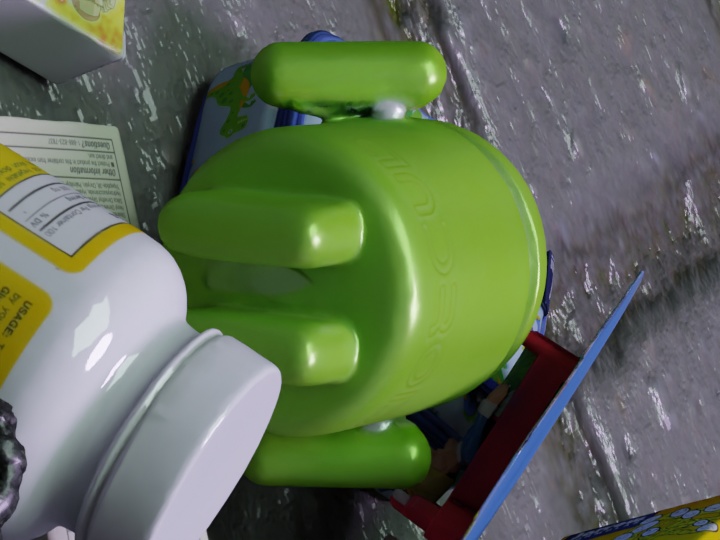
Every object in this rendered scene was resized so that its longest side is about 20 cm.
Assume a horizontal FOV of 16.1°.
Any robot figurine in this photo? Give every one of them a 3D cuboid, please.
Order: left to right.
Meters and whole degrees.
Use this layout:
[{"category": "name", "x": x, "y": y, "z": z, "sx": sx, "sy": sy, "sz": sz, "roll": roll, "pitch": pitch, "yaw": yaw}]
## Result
[{"category": "robot figurine", "x": 0.000, "y": 0.000, "z": 0.987, "sx": 0.200, "sy": 0.115, "sz": 0.177, "roll": -11, "pitch": 103, "yaw": -60}]

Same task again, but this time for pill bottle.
[{"category": "pill bottle", "x": -0.130, "y": 0.017, "z": 0.832, "sx": 0.199, "sy": 0.113, "sz": 0.112, "roll": 32, "pitch": 33, "yaw": 11}]

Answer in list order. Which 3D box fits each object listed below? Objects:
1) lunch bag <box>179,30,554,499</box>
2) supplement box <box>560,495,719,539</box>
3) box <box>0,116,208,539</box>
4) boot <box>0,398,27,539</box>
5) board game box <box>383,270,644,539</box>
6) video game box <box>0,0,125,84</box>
[{"category": "lunch bag", "x": 0.005, "y": 0.004, "z": 1.158, "sx": 0.200, "sy": 0.082, "sz": 0.162, "roll": 41, "pitch": 47, "yaw": -36}, {"category": "supplement box", "x": 0.111, "y": 0.186, "z": 1.110, "sx": 0.200, "sy": 0.108, "sz": 0.110, "roll": -26, "pitch": 97, "yaw": -58}, {"category": "box", "x": -0.123, "y": 0.050, "z": 0.941, "sx": 0.095, "sy": 0.077, "sz": 0.202, "roll": 3, "pitch": 71, "yaw": -55}, {"category": "boot", "x": -0.117, "y": 0.090, "z": 0.743, "sx": 0.210, "sy": 0.158, "sz": 0.080, "roll": 31, "pitch": 51, "yaw": -11}, {"category": "board game box", "x": 0.050, "y": 0.073, "z": 1.060, "sx": 0.039, "sy": 0.158, "sz": 0.200, "roll": 32, "pitch": 48, "yaw": 7}, {"category": "video game box", "x": -0.171, "y": -0.197, "z": 1.027, "sx": 0.200, "sy": 0.047, "sz": 0.184, "roll": 30, "pitch": 48, "yaw": -45}]
